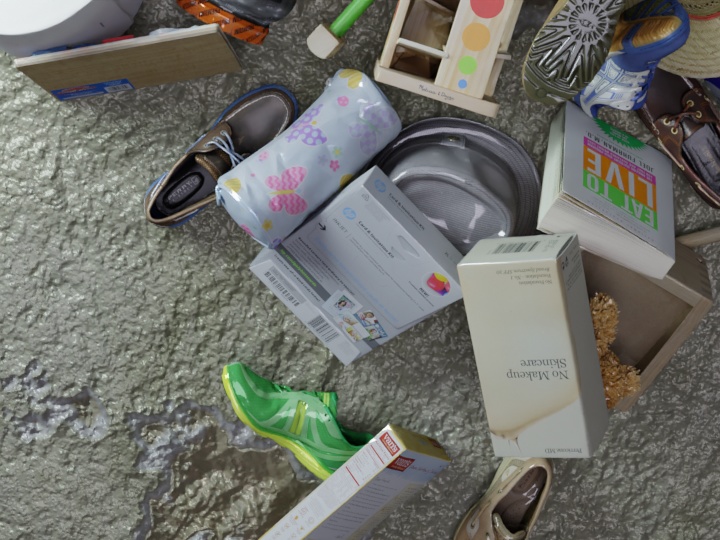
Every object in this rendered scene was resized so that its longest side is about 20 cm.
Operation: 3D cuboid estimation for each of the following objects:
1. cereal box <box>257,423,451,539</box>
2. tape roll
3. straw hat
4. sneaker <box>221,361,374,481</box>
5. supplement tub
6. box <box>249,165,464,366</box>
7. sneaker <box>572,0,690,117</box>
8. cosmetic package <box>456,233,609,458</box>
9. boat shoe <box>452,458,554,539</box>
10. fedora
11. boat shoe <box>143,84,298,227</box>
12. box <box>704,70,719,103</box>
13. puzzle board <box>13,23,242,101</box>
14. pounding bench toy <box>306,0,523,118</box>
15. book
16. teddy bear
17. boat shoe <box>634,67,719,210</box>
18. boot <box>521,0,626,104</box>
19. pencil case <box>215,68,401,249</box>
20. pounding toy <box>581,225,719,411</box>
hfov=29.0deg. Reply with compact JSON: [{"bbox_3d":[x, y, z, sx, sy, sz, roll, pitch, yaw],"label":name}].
[{"bbox_3d":[-0.006,0.249,1.502,0.200,0.144,0.040,-42,65,9],"label":"cereal box"},{"bbox_3d":[-0.312,-0.310,1.331,0.200,0.139,0.205,0,88,3],"label":"tape roll"},{"bbox_3d":[0.325,-0.294,1.336,0.199,0.085,0.203,-6,78,26],"label":"straw hat"},{"bbox_3d":[-0.066,0.153,1.512,0.199,0.074,0.084,37,104,-18],"label":"sneaker"},{"bbox_3d":[-0.097,-0.332,1.359,0.122,0.123,0.201,26,104,-6],"label":"supplement tub"},{"bbox_3d":[0.000,0.000,1.431,0.156,0.041,0.200,45,135,-12],"label":"box"},{"bbox_3d":[0.268,-0.205,1.365,0.075,0.200,0.088,-45,104,-19],"label":"sneaker"},{"bbox_3d":[0.165,0.072,1.317,0.103,0.073,0.202,-4,109,27],"label":"cosmetic package"},{"bbox_3d":[0.153,0.285,1.546,0.071,0.065,0.201,23,103,-6],"label":"boat shoe"},{"bbox_3d":[0.095,-0.064,1.442,0.198,0.090,0.178,19,105,-5],"label":"fedora"},{"bbox_3d":[-0.143,-0.111,1.440,0.200,0.072,0.072,-44,99,10],"label":"boat shoe"},{"bbox_3d":[0.476,-0.178,1.405,0.183,0.105,0.201,-36,101,8],"label":"box"},{"bbox_3d":[-0.225,-0.207,1.382,0.198,0.151,0.018,-9,84,3],"label":"puzzle board"},{"bbox_3d":[0.060,-0.262,1.374,0.198,0.124,0.157,16,104,-4],"label":"pounding bench toy"},{"bbox_3d":[0.248,-0.081,1.384,0.133,0.201,0.048,27,124,-7],"label":"book"},{"bbox_3d":[0.194,0.064,1.373,0.144,0.067,0.202,-10,114,17],"label":"teddy bear"},{"bbox_3d":[0.339,-0.148,1.432,0.070,0.070,0.200,-38,100,10],"label":"boat shoe"},{"bbox_3d":[0.208,-0.254,1.338,0.066,0.200,0.176,30,105,-8],"label":"boot"},{"bbox_3d":[-0.052,-0.114,1.403,0.200,0.083,0.091,-44,98,-12],"label":"pencil case"},{"bbox_3d":[0.278,0.011,1.451,0.183,0.142,0.201,30,117,-7],"label":"pounding toy"}]
